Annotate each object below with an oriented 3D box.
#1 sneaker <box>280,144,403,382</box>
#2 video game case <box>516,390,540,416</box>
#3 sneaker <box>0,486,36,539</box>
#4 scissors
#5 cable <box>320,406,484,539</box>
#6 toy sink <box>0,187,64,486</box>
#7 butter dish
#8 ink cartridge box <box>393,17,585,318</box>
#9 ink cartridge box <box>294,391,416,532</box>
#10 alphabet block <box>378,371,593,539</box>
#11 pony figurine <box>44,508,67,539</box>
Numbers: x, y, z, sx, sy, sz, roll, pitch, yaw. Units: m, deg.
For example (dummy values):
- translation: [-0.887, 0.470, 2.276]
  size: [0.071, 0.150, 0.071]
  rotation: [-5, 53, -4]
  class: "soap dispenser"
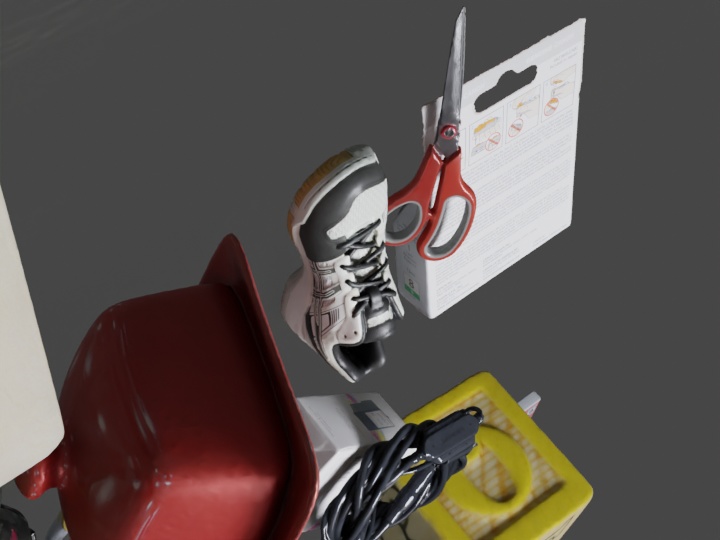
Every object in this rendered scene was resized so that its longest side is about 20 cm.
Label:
- translation: [0.000, 0.000, 0.809]
  size: [0.075, 0.088, 0.201]
  rotation: [-30, 154, -22]
  class: "sneaker"
- translation: [0.171, 0.254, 1.652]
  size: [0.142, 0.017, 0.201]
  rotation: [-32, 156, -26]
  class: "video game case"
- translation: [-0.244, 0.163, 0.736]
  size: [0.084, 0.076, 0.201]
  rotation: [-47, 169, -41]
  class: "sneaker"
- translation: [0.063, -0.085, 0.806]
  size: [0.072, 0.014, 0.201]
  rotation: [10, 129, -15]
  class: "scissors"
- translation: [0.027, 0.199, 1.101]
  size: [0.199, 0.051, 0.164]
  rotation: [-26, 156, -42]
  class: "cable"
- translation: [-0.205, 0.011, 0.451]
  size: [0.130, 0.112, 0.201]
  rotation: [-32, 151, -24]
  class: "toy sink"
- translation: [-0.130, 0.107, 0.704]
  size: [0.146, 0.201, 0.201]
  rotation: [2, 135, -28]
  class: "butter dish"
- translation: [0.095, -0.081, 0.903]
  size: [0.160, 0.050, 0.201]
  rotation: [-32, 137, -25]
  class: "ink cartridge box"
- translation: [-0.025, 0.176, 1.112]
  size: [0.117, 0.067, 0.199]
  rotation: [-50, 156, 15]
  class: "ink cartridge box"
- translation: [0.105, 0.270, 1.342]
  size: [0.195, 0.196, 0.201]
  rotation: [-28, 155, -35]
  class: "alphabet block"
- translation: [-0.209, 0.270, 0.845]
  size: [0.165, 0.194, 0.201]
  rotation: [23, 118, -30]
  class: "pony figurine"
